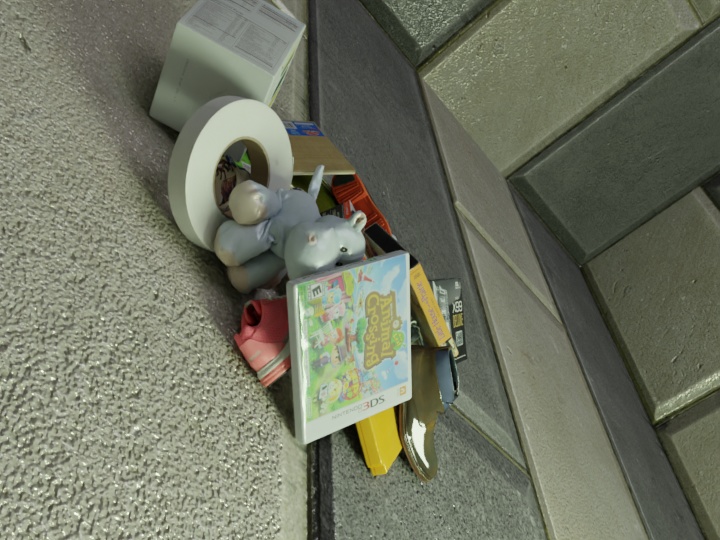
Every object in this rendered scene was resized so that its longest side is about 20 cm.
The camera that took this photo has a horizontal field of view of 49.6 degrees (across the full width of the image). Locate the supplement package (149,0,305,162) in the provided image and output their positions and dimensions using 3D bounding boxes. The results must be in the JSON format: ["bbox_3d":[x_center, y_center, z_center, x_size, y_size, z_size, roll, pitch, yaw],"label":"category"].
[{"bbox_3d":[-0.192,-0.299,1.148,0.148,0.153,0.202,26,37,-8],"label":"supplement package"}]

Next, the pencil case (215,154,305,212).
[{"bbox_3d":[-0.152,-0.108,1.149,0.199,0.076,0.092,18,58,-58],"label":"pencil case"}]

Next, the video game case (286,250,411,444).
[{"bbox_3d":[-0.008,0.092,0.964,0.179,0.022,0.206,-15,111,-37],"label":"video game case"}]

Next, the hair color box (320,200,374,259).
[{"bbox_3d":[0.000,0.000,1.272,0.103,0.060,0.202,-97,162,-52],"label":"hair color box"}]

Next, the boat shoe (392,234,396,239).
[{"bbox_3d":[0.043,-0.003,1.451,0.064,0.074,0.202,25,28,-32],"label":"boat shoe"}]

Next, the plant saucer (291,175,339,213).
[{"bbox_3d":[-0.089,-0.121,1.352,0.200,0.047,0.201,48,21,-19],"label":"plant saucer"}]

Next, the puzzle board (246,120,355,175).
[{"bbox_3d":[-0.121,-0.208,1.327,0.197,0.018,0.151,-6,46,-42],"label":"puzzle board"}]

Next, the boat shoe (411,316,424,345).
[{"bbox_3d":[0.070,0.106,1.233,0.075,0.059,0.204,-39,117,-43],"label":"boat shoe"}]

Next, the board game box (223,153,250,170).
[{"bbox_3d":[-0.226,-0.215,1.224,0.095,0.030,0.204,18,44,-59],"label":"board game box"}]

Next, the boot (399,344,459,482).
[{"bbox_3d":[0.104,0.203,1.116,0.075,0.095,0.205,-35,111,-68],"label":"boot"}]

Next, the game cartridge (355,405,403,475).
[{"bbox_3d":[0.027,0.170,1.114,0.200,0.032,0.181,-32,109,-68],"label":"game cartridge"}]

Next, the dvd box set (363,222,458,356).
[{"bbox_3d":[0.080,0.035,1.225,0.146,0.029,0.202,46,-14,52],"label":"dvd box set"}]

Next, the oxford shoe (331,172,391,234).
[{"bbox_3d":[0.016,-0.085,1.382,0.204,0.070,0.072,67,13,9],"label":"oxford shoe"}]

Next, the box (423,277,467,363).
[{"bbox_3d":[0.141,0.097,1.431,0.199,0.049,0.163,-2,88,-66],"label":"box"}]

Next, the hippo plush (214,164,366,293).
[{"bbox_3d":[-0.074,-0.023,1.003,0.159,0.163,0.198,30,28,29],"label":"hippo plush"}]

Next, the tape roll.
[{"bbox_3d":[-0.164,-0.122,1.015,0.036,0.208,0.201,15,-1,32],"label":"tape roll"}]

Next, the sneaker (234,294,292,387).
[{"bbox_3d":[-0.108,0.059,1.003,0.087,0.073,0.201,47,22,-14],"label":"sneaker"}]
